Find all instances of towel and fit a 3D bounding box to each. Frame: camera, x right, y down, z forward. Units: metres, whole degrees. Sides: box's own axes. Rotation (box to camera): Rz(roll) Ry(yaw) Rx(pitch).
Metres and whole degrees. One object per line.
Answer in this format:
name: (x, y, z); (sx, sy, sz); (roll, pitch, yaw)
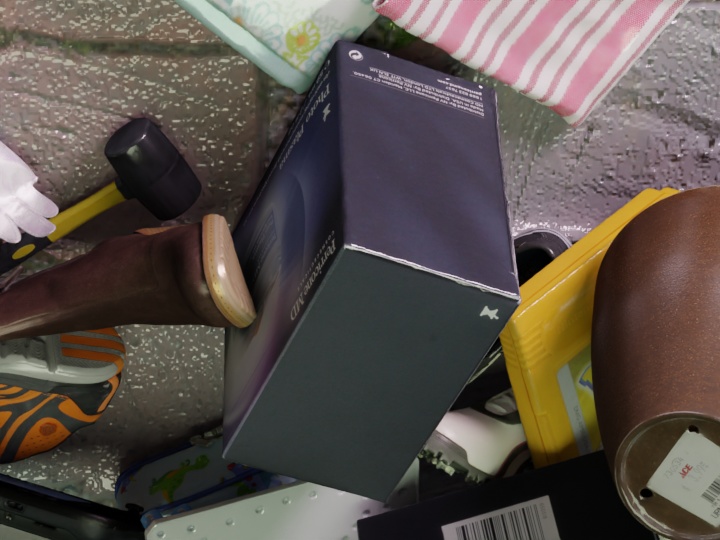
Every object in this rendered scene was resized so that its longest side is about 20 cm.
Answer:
towel: (0.120, -0.179, 1.296); (0.200, 0.030, 0.146); (25, 115, -36)
towel: (-0.052, -0.225, 1.254); (0.200, 0.048, 0.171); (37, 109, -26)

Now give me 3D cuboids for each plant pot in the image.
plant pot: (0.219, 0.074, 1.255); (0.187, 0.200, 0.187); (8, 120, 13)

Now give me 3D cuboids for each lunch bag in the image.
lunch bag: (-0.084, 0.208, 1.486); (0.161, 0.083, 0.200); (-22, 122, 4)

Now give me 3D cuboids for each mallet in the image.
mallet: (-0.206, -0.036, 1.351); (0.200, 0.041, 0.066); (-23, 121, 10)

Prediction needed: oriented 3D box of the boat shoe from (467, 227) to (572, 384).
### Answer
boat shoe: (0.068, 0.047, 1.410); (0.200, 0.066, 0.070); (-39, 85, 12)

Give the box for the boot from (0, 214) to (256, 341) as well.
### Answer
boot: (-0.154, 0.020, 1.258); (0.166, 0.200, 0.072); (-19, 99, -6)

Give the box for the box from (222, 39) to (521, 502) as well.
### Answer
box: (0.000, 0.000, 1.285); (0.123, 0.199, 0.200); (16, 130, -18)

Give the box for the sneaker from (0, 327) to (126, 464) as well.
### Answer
sneaker: (-0.265, 0.078, 1.373); (0.200, 0.078, 0.112); (12, 131, -15)

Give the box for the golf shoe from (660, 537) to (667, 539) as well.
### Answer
golf shoe: (0.244, 0.244, 1.553); (0.078, 0.097, 0.200); (3, 118, -9)

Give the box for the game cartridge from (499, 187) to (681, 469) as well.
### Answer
game cartridge: (0.181, 0.062, 1.418); (0.176, 0.032, 0.200); (-37, 129, -26)

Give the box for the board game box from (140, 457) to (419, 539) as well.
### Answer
board game box: (-0.054, 0.228, 1.421); (0.200, 0.026, 0.200); (-14, 121, -22)

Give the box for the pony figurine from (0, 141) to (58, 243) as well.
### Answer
pony figurine: (-0.309, -0.051, 1.269); (0.200, 0.167, 0.193); (-28, 108, 27)

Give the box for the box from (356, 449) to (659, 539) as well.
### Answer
box: (0.119, 0.246, 1.394); (0.196, 0.118, 0.200); (-16, 130, 5)

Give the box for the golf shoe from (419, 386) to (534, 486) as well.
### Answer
golf shoe: (0.103, 0.109, 1.442); (0.200, 0.077, 0.088); (13, 100, -50)

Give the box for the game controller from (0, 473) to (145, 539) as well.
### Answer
game controller: (-0.240, 0.150, 1.383); (0.200, 0.042, 0.104); (14, 166, 15)
